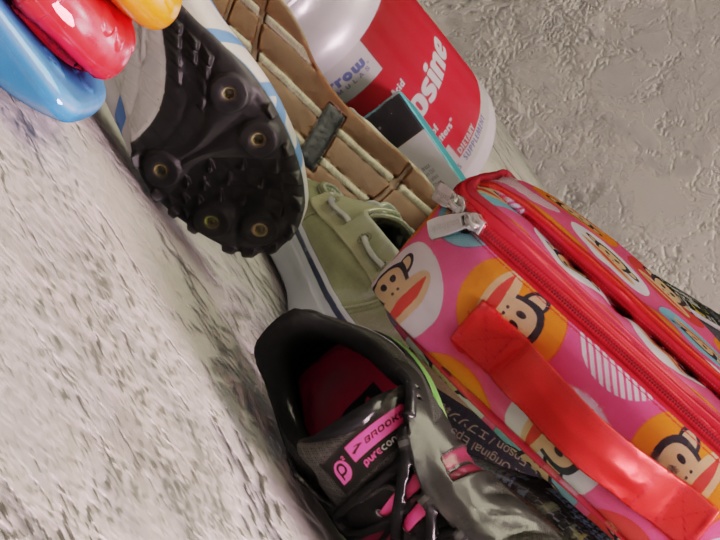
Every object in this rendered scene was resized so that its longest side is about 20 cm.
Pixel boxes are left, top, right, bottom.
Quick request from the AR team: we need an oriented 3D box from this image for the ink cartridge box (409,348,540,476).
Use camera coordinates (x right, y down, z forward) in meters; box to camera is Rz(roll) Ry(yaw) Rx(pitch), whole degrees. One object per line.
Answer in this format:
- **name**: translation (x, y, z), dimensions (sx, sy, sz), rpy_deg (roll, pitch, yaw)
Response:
- **ink cartridge box**: translation (0.102, 0.079, 1.384), dimensions (0.164, 0.075, 0.200), rpy_deg (31, 5, 9)

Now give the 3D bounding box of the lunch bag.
- **lunch bag**: translation (0.095, 0.049, 1.135), dimensions (0.200, 0.082, 0.176), rpy_deg (43, 10, 7)

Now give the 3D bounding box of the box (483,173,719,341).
- **box**: translation (0.114, 0.015, 1.376), dimensions (0.159, 0.050, 0.200), rpy_deg (29, 4, 0)

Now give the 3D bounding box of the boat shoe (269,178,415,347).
- **boat shoe**: translation (0.000, 0.000, 1.330), dimensions (0.072, 0.062, 0.200), rpy_deg (51, 6, -23)

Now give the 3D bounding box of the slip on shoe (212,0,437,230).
- **slip on shoe**: translation (-0.043, -0.078, 1.454), dimensions (0.200, 0.076, 0.060), rpy_deg (44, -30, -18)

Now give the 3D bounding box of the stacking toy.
- **stacking toy**: translation (-0.066, -0.154, 1.044), dimensions (0.116, 0.200, 0.110), rpy_deg (52, 7, -5)

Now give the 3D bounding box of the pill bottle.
- **pill bottle**: translation (-0.017, -0.119, 1.591), dimensions (0.200, 0.112, 0.113), rpy_deg (47, 10, -43)

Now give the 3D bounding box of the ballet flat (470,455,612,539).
- **ballet flat**: translation (0.107, 0.138, 1.193), dimensions (0.200, 0.074, 0.074), rpy_deg (41, 0, 28)

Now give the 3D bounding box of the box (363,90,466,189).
- **box**: translation (0.047, 0.011, 1.523), dimensions (0.201, 0.082, 0.049), rpy_deg (56, 6, 8)

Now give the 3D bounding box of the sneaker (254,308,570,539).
- **sneaker**: translation (0.017, 0.087, 1.033), dimensions (0.084, 0.077, 0.200), rpy_deg (37, 7, -49)

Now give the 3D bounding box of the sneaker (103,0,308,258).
- **sneaker**: translation (-0.084, -0.096, 1.171), dimensions (0.200, 0.072, 0.072), rpy_deg (53, 22, -5)
